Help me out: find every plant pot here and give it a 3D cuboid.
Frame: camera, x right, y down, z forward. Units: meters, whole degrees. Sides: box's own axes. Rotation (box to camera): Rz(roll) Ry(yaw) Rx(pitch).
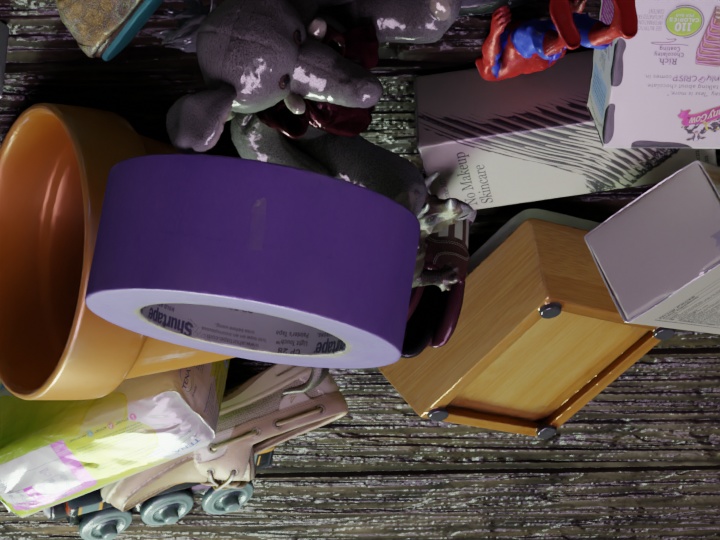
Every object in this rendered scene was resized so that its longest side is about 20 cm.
[{"bbox_3d":[-0.146,-0.008,1.559,0.182,0.201,0.200,4,144,-30],"label":"plant pot"}]

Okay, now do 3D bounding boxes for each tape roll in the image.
[{"bbox_3d":[-0.066,-0.003,1.379,0.198,0.086,0.200,9,167,2],"label":"tape roll"}]

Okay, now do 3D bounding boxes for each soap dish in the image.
[{"bbox_3d":[0.132,0.046,1.682,0.156,0.082,0.200,12,139,-34],"label":"soap dish"}]

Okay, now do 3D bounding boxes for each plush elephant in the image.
[{"bbox_3d":[-0.039,-0.125,1.359,0.199,0.155,0.166,18,95,2],"label":"plush elephant"}]

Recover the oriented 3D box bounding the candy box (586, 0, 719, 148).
[{"bbox_3d":[0.221,-0.176,1.393,0.135,0.061,0.201,1,121,-7],"label":"candy box"}]

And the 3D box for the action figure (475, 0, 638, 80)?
[{"bbox_3d":[0.115,-0.151,1.420,0.065,0.052,0.200,-17,180,-15],"label":"action figure"}]

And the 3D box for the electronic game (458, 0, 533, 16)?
[{"bbox_3d":[0.056,-0.225,1.396,0.198,0.042,0.201,3,148,2],"label":"electronic game"}]

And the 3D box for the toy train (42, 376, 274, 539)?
[{"bbox_3d":[-0.160,0.149,1.797,0.199,0.086,0.114,-11,146,-20],"label":"toy train"}]

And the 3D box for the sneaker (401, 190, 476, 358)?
[{"bbox_3d":[0.015,0.030,1.652,0.075,0.116,0.200,19,137,-23],"label":"sneaker"}]

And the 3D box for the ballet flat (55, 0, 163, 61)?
[{"bbox_3d":[-0.125,-0.209,1.403,0.070,0.071,0.200,27,131,-31],"label":"ballet flat"}]

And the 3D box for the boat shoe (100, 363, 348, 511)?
[{"bbox_3d":[-0.104,0.135,1.711,0.199,0.065,0.072,-30,171,-11],"label":"boat shoe"}]

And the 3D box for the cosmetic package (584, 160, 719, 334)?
[{"bbox_3d":[0.251,-0.012,1.566,0.105,0.071,0.200,-34,159,23],"label":"cosmetic package"}]

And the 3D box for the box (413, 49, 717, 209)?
[{"bbox_3d":[0.140,-0.099,1.532,0.198,0.069,0.082,-9,142,10],"label":"box"}]

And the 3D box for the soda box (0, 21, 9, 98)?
[{"bbox_3d":[-0.322,-0.169,1.439,0.063,0.069,0.200,-30,132,31],"label":"soda box"}]

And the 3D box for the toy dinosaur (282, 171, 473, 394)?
[{"bbox_3d":[0.000,0.000,1.551,0.200,0.077,0.102,-40,138,17],"label":"toy dinosaur"}]

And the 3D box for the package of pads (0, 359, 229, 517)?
[{"bbox_3d":[-0.192,0.090,1.687,0.199,0.155,0.068,-23,125,24],"label":"package of pads"}]
